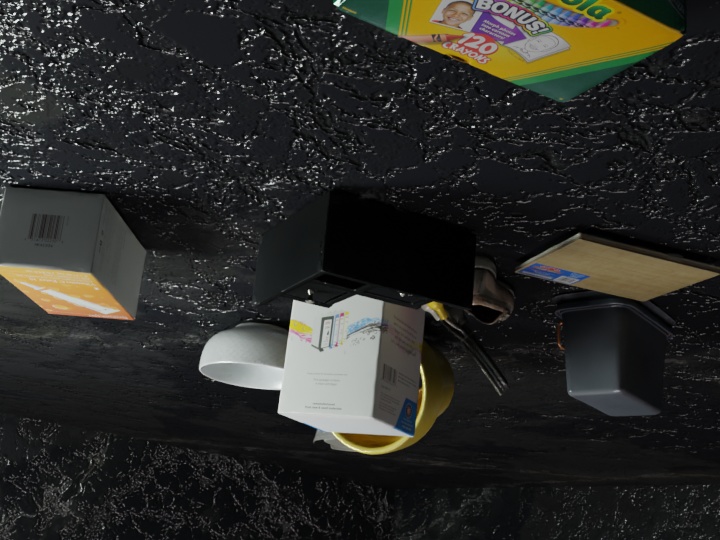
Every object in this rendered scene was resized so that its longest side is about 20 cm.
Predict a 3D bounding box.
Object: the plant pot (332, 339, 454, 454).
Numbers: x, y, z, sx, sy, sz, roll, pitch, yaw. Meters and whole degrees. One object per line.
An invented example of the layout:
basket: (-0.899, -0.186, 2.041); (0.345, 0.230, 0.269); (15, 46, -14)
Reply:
plant pot: (0.058, 0.184, 1.562); (0.197, 0.205, 0.188); (-5, 176, 29)

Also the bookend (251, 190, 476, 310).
bookend: (0.000, 0.000, 1.149); (0.196, 0.094, 0.199); (15, 161, -27)

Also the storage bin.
storage bin: (0.346, 0.122, 1.351); (0.143, 0.137, 0.199); (-8, 157, 35)

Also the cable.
cable: (0.120, 0.079, 1.261); (0.050, 0.202, 0.097); (-29, 176, -6)

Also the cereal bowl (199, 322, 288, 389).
cereal bowl: (-0.170, 0.141, 1.640); (0.196, 0.085, 0.200); (5, 163, 1)

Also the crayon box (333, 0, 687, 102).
crayon box: (0.096, -0.184, 0.619); (0.197, 0.059, 0.118); (15, 160, -27)

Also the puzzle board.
puzzle board: (0.308, -0.004, 1.173); (0.196, 0.018, 0.150); (12, 162, -18)

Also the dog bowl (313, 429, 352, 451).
dog bowl: (-0.023, 0.423, 2.495); (0.196, 0.060, 0.200); (6, 162, 2)

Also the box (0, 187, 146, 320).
box: (-0.353, -0.016, 1.196); (0.122, 0.099, 0.200); (4, 162, 4)

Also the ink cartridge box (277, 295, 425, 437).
ink cartridge box: (-0.006, 0.108, 1.303); (0.142, 0.204, 0.147); (-1, 162, 26)

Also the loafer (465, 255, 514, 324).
loafer: (0.159, 0.041, 1.273); (0.070, 0.064, 0.200); (-2, 160, 18)
